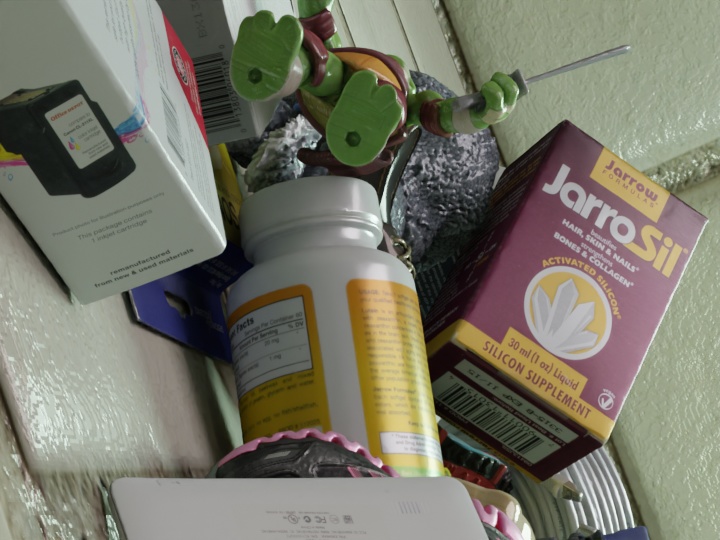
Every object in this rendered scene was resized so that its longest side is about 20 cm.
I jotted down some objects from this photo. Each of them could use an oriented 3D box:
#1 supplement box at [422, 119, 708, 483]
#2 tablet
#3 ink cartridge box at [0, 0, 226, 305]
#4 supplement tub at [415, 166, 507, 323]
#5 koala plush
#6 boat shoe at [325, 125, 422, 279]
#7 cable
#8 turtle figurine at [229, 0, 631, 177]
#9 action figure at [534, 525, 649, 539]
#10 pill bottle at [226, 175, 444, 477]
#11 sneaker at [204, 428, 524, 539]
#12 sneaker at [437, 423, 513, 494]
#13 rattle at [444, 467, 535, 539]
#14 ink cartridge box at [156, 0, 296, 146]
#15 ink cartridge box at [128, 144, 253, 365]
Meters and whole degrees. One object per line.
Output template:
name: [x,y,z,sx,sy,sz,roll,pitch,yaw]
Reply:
supplement box: [0.131,0.022,1.702,0.131,0.103,0.200,33,60,-9]
tablet: [-0.014,0.151,1.177,0.200,0.014,0.130,2,50,-31]
ink cartridge box: [-0.147,-0.106,1.204,0.200,0.083,0.146,60,13,-45]
supplement tub: [0.072,0.007,1.867,0.140,0.200,0.140,-21,90,-81]
koala plush: [-0.012,-0.044,1.657,0.178,0.184,0.200,67,21,-7]
boat shoe: [0.000,0.000,1.530,0.200,0.073,0.074,-67,167,5]
cable: [0.117,0.186,1.819,0.200,0.069,0.200,47,-41,40]
turtle figurine: [0.018,-0.134,1.401,0.144,0.200,0.194,65,20,-3]
action figure: [0.086,0.223,1.468,0.105,0.200,0.194,-100,171,-64]
pill bottle: [-0.017,0.053,1.429,0.111,0.111,0.200,46,34,-68]
sneaker: [0.011,0.148,1.308,0.200,0.079,0.095,19,19,-22]
sneaker: [0.034,0.123,1.721,0.096,0.079,0.200,45,-2,42]
rattle: [0.047,0.228,1.646,0.200,0.130,0.143,102,-11,-54]
ink cartridge box: [-0.079,-0.150,1.473,0.200,0.050,0.109,-71,149,-71]
ink cartridge box: [-0.111,-0.056,1.435,0.198,0.047,0.200,35,32,-74]
